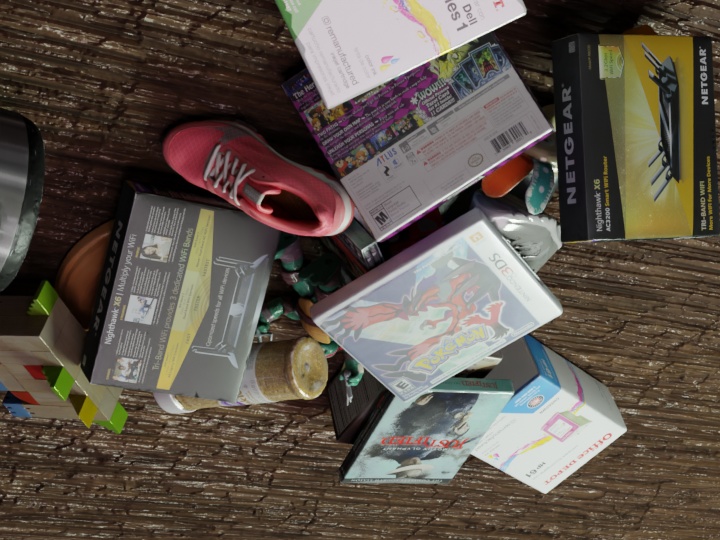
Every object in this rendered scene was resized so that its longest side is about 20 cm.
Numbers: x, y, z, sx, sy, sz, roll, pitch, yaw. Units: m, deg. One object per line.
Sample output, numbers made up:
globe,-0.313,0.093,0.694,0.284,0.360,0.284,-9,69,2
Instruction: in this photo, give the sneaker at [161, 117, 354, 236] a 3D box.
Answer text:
sneaker,-0.102,-0.089,1.372,0.200,0.087,0.074,24,106,5

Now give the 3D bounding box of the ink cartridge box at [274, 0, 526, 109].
ink cartridge box,0.027,-0.256,1.275,0.200,0.084,0.145,-25,112,4

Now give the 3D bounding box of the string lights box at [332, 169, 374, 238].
string lights box,0.071,-0.129,1.434,0.200,0.103,0.059,-33,134,12

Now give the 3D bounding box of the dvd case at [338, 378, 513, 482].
dvd case,0.073,0.187,1.660,0.146,0.022,0.200,4,142,-23

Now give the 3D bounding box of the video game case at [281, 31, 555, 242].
video game case,0.054,-0.155,1.365,0.200,0.182,0.036,-33,175,11

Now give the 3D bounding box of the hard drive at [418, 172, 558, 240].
hard drive,0.126,-0.054,1.578,0.139,0.033,0.200,6,130,-25

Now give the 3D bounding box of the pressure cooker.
pressure cooker,-0.397,-0.073,1.261,0.200,0.176,0.179,14,153,-30

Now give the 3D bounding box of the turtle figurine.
turtle figurine,-0.053,0.052,1.572,0.149,0.101,0.200,15,138,22

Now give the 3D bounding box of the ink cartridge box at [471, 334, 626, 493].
ink cartridge box,0.217,0.181,1.804,0.144,0.085,0.200,-42,134,19

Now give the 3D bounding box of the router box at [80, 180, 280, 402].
router box,-0.179,0.024,1.442,0.157,0.052,0.200,11,102,-25

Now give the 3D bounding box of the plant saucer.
plant saucer,-0.221,0.023,1.519,0.200,0.038,0.200,-11,136,-11

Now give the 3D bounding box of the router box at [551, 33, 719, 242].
router box,0.271,-0.129,1.409,0.157,0.052,0.201,-4,91,-24

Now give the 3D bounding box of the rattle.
rattle,0.218,-0.149,1.430,0.200,0.130,0.143,-13,152,-38

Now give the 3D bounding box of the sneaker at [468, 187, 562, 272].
sneaker,0.160,-0.029,1.483,0.082,0.075,0.200,-61,151,5

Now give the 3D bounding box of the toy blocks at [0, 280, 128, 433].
toy blocks,-0.341,0.091,1.487,0.136,0.100,0.200,0,142,25

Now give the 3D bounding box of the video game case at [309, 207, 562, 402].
video game case,0.079,0.041,1.450,0.200,0.023,0.182,-31,134,16

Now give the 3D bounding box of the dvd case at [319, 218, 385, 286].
dvd case,0.000,0.000,1.505,0.022,0.146,0.200,-33,136,-10

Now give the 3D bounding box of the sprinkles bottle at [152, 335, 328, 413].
sprinkles bottle,-0.132,0.113,1.553,0.200,0.068,0.068,-9,145,34

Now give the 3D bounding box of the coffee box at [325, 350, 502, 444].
coffee box,0.059,0.122,1.668,0.113,0.080,0.200,10,137,-29

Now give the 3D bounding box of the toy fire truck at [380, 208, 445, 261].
toy fire truck,0.091,-0.013,1.546,0.141,0.049,0.200,-14,135,-8
